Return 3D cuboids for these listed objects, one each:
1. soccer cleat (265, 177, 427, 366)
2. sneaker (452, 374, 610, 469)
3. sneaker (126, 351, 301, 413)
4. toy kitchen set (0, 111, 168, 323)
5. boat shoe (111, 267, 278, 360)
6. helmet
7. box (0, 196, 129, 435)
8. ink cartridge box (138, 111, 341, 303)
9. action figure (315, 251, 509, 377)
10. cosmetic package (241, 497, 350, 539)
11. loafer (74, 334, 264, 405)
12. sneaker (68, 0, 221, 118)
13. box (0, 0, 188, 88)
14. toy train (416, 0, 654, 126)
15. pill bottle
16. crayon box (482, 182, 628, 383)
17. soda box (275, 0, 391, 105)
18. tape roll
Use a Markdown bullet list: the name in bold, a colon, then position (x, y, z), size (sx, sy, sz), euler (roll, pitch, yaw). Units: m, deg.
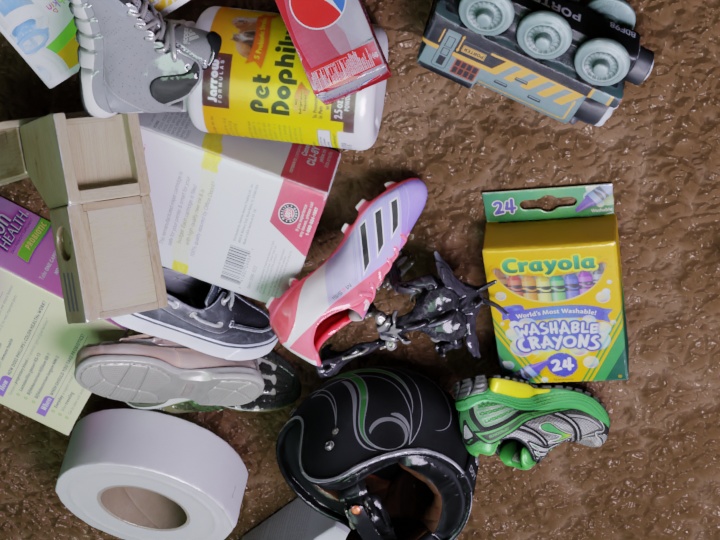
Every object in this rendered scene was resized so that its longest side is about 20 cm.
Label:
- **soccer cleat**: position (0.000, 0.000, 1.258), size (0.076, 0.200, 0.067), euler (43, 173, 24)
- **sneaker**: position (0.170, 0.159, 1.353), size (0.199, 0.086, 0.078), euler (11, 162, -35)
- **sneaker**: position (-0.159, 0.123, 1.452), size (0.198, 0.077, 0.089), euler (3, 158, 7)
- **toy kitchen set**: position (-0.299, -0.041, 1.194), size (0.199, 0.162, 0.182), euler (-5, 95, 55)
- **boat shoe**: position (-0.155, 0.032, 1.337), size (0.199, 0.072, 0.068), euler (19, 125, -33)
- **helmet**: position (0.017, 0.191, 1.377), size (0.198, 0.191, 0.201), euler (-5, 117, -10)
- **box**: position (-0.346, 0.044, 1.395), size (0.199, 0.097, 0.176), euler (27, 127, -11)
- **ink cartridge box**: position (-0.136, -0.071, 1.275), size (0.199, 0.084, 0.146), euler (20, 127, -4)
- **action figure**: position (0.046, 0.036, 1.311), size (0.199, 0.102, 0.119), euler (-16, 117, 17)
- **cosmetic package**: position (-0.059, 0.314, 1.539), size (0.071, 0.102, 0.200), euler (38, 125, -18)
- **loafer**: position (-0.192, 0.092, 1.351), size (0.199, 0.063, 0.072), euler (10, 138, -31)
- **sneaker**: position (-0.166, -0.204, 1.066), size (0.115, 0.075, 0.201), euler (5, 138, 1)
- **box**: position (-0.210, -0.260, 1.135), size (0.199, 0.102, 0.113), euler (-26, 118, 27)
- **toy train**: position (0.142, -0.191, 1.137), size (0.199, 0.086, 0.114), euler (22, 140, -8)
- **pill bottle**: position (-0.080, -0.168, 1.174), size (0.198, 0.110, 0.110), euler (7, 128, 6)
- **crayon box**: position (0.187, 0.018, 1.298), size (0.125, 0.052, 0.201), euler (-3, 125, 14)
- **soda box**: position (-0.042, -0.237, 1.078), size (0.063, 0.070, 0.201), euler (-22, 89, 6)
- **tape roll**: position (-0.230, 0.233, 1.497), size (0.201, 0.071, 0.203), euler (8, 144, 6)
